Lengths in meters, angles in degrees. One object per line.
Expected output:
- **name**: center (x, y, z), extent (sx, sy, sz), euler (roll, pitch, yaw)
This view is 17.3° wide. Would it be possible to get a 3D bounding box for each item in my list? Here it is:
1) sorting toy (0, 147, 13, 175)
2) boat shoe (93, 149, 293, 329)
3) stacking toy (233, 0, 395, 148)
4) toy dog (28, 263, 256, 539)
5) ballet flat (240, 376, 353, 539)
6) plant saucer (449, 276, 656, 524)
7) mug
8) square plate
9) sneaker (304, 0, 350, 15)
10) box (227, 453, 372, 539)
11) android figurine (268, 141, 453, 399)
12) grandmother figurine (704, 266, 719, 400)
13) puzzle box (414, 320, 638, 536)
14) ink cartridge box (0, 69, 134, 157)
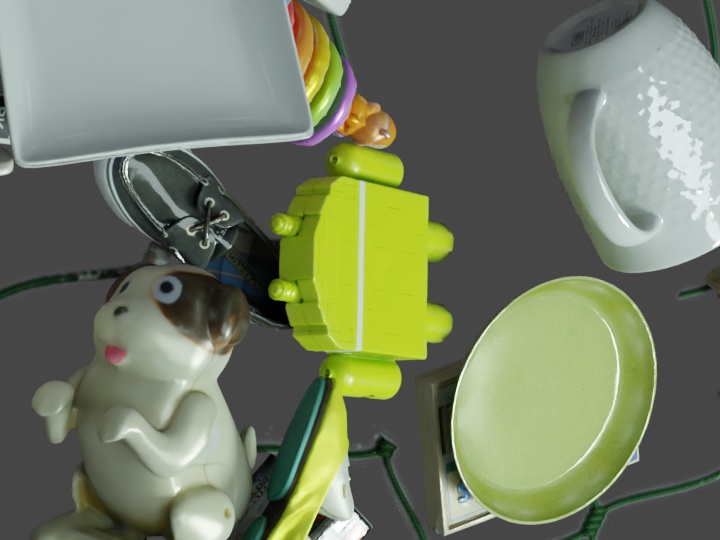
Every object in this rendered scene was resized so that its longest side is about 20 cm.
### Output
- **sorting toy**: center (-0.320, -0.007, 1.486), extent (0.179, 0.107, 0.201), euler (0, 123, -18)
- **boat shoe**: center (-0.104, -0.028, 1.646), extent (0.069, 0.057, 0.200), euler (-52, 126, -9)
- **stacking toy**: center (-0.045, -0.130, 1.629), extent (0.200, 0.116, 0.110), euler (31, 85, -43)
- **toy dog**: center (-0.130, 0.095, 1.621), extent (0.193, 0.139, 0.201), euler (-13, 111, -39)
- **ballet flat**: center (-0.044, 0.174, 1.642), extent (0.067, 0.067, 0.201), euler (28, 80, -13)
- **plant saucer**: center (0.144, 0.098, 1.839), extent (0.199, 0.031, 0.201), euler (-11, 111, -31)
- **mug**: center (0.202, -0.098, 1.758), extent (0.176, 0.147, 0.200), euler (61, 34, -21)
- **square plate**: center (-0.142, -0.166, 1.492), extent (0.197, 0.028, 0.201), euler (-8, 78, -22)
- **sneaker**: center (-0.055, -0.266, 1.595), extent (0.200, 0.073, 0.112), euler (36, 85, -35)
- **box**: center (-0.092, 0.233, 1.704), extent (0.200, 0.110, 0.035), euler (-49, 125, -11)
- **android figurine**: center (0.000, 0.000, 1.693), extent (0.200, 0.041, 0.183), euler (7, 82, -54)
- **grandmother figurine**: center (0.349, 0.079, 1.989), extent (0.121, 0.061, 0.200), euler (-33, 118, -11)
- **puzzle box**: center (0.135, 0.119, 1.874), extent (0.199, 0.025, 0.134), euler (-18, 115, -29)
- **ink cartridge box**: center (-0.215, -0.105, 1.521), extent (0.199, 0.099, 0.039), euler (3, 103, -34)
